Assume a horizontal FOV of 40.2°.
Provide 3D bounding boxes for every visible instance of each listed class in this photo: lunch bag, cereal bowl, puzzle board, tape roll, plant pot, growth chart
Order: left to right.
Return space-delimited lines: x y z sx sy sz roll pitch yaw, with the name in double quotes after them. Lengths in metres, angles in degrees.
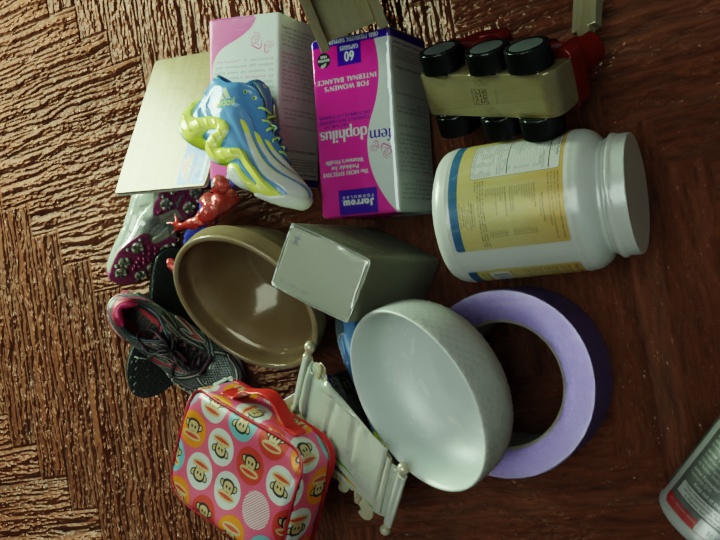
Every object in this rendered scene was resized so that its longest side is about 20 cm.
-0.228 -0.189 1.255 0.150 0.017 0.202 -2 66 31 "puzzle board"
-0.127 0.217 1.140 0.199 0.082 0.178 26 110 33 "lunch bag"
-0.118 0.015 1.187 0.199 0.093 0.202 19 136 19 "plant pot"
-0.017 0.192 1.099 0.200 0.018 0.145 49 143 23 "growth chart"
0.082 0.117 1.003 0.200 0.083 0.202 33 137 38 "cereal bowl"
0.168 0.119 1.074 0.198 0.085 0.202 1 91 27 "tape roll"

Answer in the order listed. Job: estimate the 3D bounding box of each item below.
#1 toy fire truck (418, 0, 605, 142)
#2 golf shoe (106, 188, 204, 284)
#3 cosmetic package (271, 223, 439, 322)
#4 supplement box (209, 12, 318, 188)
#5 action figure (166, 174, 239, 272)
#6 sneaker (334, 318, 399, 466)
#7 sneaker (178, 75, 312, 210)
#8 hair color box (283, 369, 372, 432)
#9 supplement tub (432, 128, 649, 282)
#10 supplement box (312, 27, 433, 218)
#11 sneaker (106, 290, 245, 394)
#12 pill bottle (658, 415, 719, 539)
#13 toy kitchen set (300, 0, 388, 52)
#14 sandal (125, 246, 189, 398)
0.180 -0.239 1.046 0.175 0.200 0.130 10 128 46 "toy fire truck"
-0.281 -0.071 1.310 0.200 0.075 0.092 -51 50 20 "golf shoe"
0.000 0.000 1.089 0.103 0.200 0.074 26 102 24 "cosmetic package"
-0.117 -0.201 1.197 0.100 0.103 0.202 2 94 27 "supplement box"
-0.193 -0.059 1.202 0.052 0.065 0.200 53 145 7 "action figure"
0.034 0.132 1.158 0.078 0.066 0.202 -25 81 13 "sneaker"
-0.118 -0.153 1.103 0.199 0.076 0.106 35 105 21 "sneaker"
-0.082 0.216 1.214 0.199 0.065 0.110 -31 77 22 "hair color box"
0.189 -0.067 1.024 0.198 0.144 0.146 -6 89 26 "supplement tub"
0.016 -0.162 1.124 0.100 0.103 0.202 -4 91 27 "supplement box"
-0.236 0.100 1.243 0.199 0.075 0.081 32 82 -11 "sneaker"
0.391 0.180 0.947 0.114 0.114 0.201 39 108 20 "pill bottle"
-0.013 -0.381 1.065 0.162 0.181 0.201 -22 40 4 "toy kitchen set"
-0.261 0.070 1.305 0.048 0.075 0.202 -176 100 -69 "sandal"
